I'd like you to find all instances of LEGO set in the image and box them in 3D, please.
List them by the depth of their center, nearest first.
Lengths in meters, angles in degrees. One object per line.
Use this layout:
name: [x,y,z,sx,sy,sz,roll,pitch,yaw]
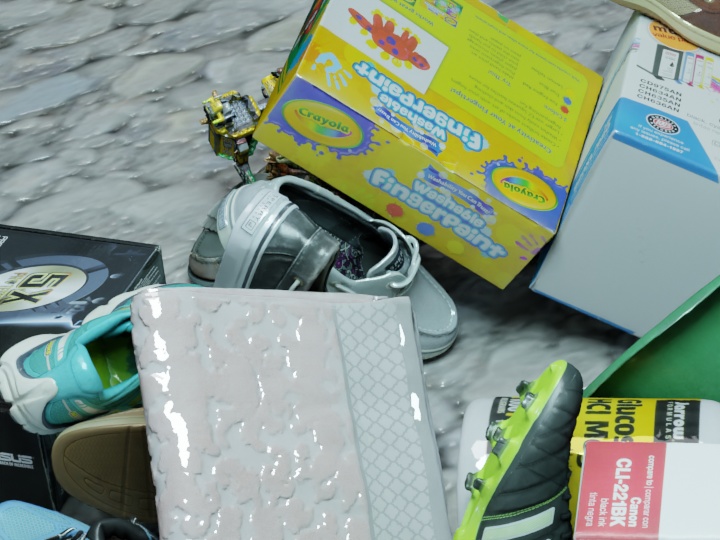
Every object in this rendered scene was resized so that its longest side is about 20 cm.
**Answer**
LEGO set: [-0.023,-0.084,1.666,0.153,0.116,0.201,-15,66,-10]

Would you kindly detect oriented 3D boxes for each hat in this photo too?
hat: [0.251,0.097,1.450,0.200,0.176,0.166,-41,-10,12]

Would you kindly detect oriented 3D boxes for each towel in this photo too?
towel: [-0.035,0.108,1.367,0.190,0.201,0.032,0,-17,-32]

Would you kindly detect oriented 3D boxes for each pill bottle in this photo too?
pill bottle: [0.161,0.131,1.386,0.199,0.113,0.113,0,34,9]

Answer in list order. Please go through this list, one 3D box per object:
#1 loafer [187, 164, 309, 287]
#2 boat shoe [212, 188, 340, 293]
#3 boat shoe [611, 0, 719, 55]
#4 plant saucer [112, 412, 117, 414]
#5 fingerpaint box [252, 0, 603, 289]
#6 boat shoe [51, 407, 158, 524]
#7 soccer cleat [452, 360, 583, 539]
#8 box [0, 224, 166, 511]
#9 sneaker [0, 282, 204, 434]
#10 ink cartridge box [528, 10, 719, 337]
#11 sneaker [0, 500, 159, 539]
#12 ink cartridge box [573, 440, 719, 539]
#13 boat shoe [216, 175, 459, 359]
loafer: [-0.063,-0.060,1.757,0.072,0.063,0.200,17,40,31]
boat shoe: [-0.054,0.027,1.479,0.071,0.200,0.072,35,65,11]
boat shoe: [0.231,-0.203,1.599,0.199,0.072,0.072,25,35,2]
plant saucer: [-0.071,0.111,1.531,0.199,0.031,0.200,-4,33,3]
fingerpaint box: [0.048,-0.109,1.584,0.200,0.073,0.167,30,45,-10]
boat shoe: [-0.089,0.110,1.453,0.199,0.072,0.065,1,27,-4]
soccer cleat: [0.092,0.147,1.315,0.081,0.201,0.068,21,11,-4]
box: [-0.240,0.060,1.585,0.163,0.086,0.200,8,36,19]
sneaker: [-0.141,0.054,1.493,0.079,0.078,0.200,-22,3,33]
ink cartridge box: [0.221,-0.065,1.605,0.147,0.145,0.200,22,36,-1]
sneaker: [-0.148,0.172,1.397,0.199,0.090,0.078,20,41,34]
ink cartridge box: [0.220,0.174,1.283,0.199,0.145,0.084,0,35,10]
boat shoe: [0.000,-0.001,1.558,0.071,0.200,0.070,-22,47,46]
